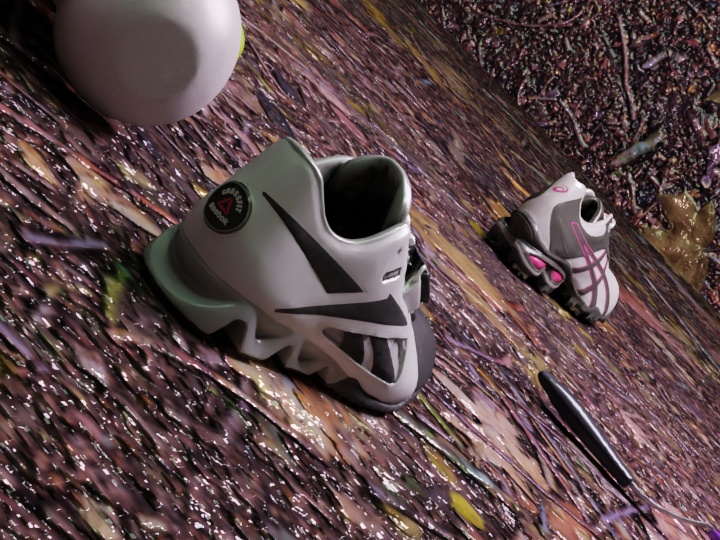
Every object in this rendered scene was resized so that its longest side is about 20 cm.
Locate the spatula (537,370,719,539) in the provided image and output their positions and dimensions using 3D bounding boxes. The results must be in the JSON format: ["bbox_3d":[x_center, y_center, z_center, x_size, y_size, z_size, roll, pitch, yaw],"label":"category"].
[{"bbox_3d":[0.176,0.134,0.997,0.200,0.021,0.057,45,-1,9],"label":"spatula"}]

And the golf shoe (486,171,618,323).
[{"bbox_3d":[0.186,-0.016,1.405,0.077,0.088,0.200,49,10,29],"label":"golf shoe"}]

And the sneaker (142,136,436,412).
[{"bbox_3d":[0.000,0.000,0.691,0.074,0.089,0.200,48,10,25],"label":"sneaker"}]

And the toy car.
[{"bbox_3d":[-0.111,-0.176,0.750,0.199,0.150,0.175,39,12,-27],"label":"toy car"}]
